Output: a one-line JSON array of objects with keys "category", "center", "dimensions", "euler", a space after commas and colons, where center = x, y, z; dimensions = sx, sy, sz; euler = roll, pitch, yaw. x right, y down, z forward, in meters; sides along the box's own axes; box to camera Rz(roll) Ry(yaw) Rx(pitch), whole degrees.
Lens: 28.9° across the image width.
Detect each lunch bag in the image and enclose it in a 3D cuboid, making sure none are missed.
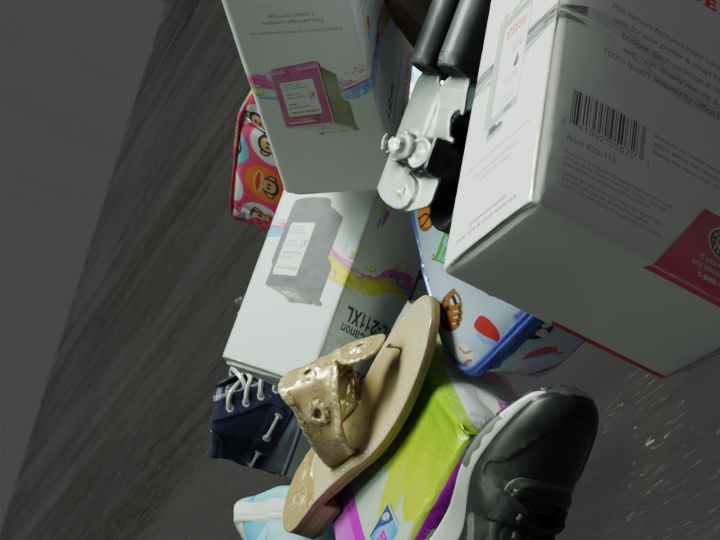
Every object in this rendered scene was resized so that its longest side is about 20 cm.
[{"category": "lunch bag", "center": [-0.048, -0.142, 1.295], "dimensions": [0.177, 0.082, 0.201], "euler": [-58, -11, -38]}, {"category": "lunch bag", "center": [0.096, -0.047, 0.856], "dimensions": [0.160, 0.075, 0.201], "euler": [-53, 42, 47]}]

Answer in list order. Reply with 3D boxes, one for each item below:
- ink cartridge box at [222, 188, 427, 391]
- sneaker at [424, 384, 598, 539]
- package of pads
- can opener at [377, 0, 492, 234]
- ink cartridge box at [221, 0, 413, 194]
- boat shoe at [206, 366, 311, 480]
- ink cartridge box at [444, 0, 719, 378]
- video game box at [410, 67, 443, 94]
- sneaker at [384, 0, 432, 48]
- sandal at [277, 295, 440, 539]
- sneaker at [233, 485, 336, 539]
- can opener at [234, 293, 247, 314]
[{"category": "ink cartridge box", "center": [0.000, 0.000, 1.030], "dimensions": [0.082, 0.146, 0.201], "euler": [15, 81, 33]}, {"category": "sneaker", "center": [0.084, 0.160, 0.760], "dimensions": [0.201, 0.075, 0.088], "euler": [-62, 38, 19]}, {"category": "package of pads", "center": [0.041, 0.122, 0.904], "dimensions": [0.155, 0.068, 0.200], "euler": [-63, 18, 16]}, {"category": "can opener", "center": [0.061, -0.123, 0.808], "dimensions": [0.053, 0.066, 0.201], "euler": [17, 90, 53]}, {"category": "ink cartridge box", "center": [-0.023, -0.167, 0.900], "dimensions": [0.201, 0.084, 0.145], "euler": [75, -162, -50]}, {"category": "boat shoe", "center": [-0.075, 0.098, 1.168], "dimensions": [0.075, 0.092, 0.201], "euler": [-88, 11, -50]}, {"category": "ink cartridge box", "center": [0.136, -0.069, 0.720], "dimensions": [0.083, 0.146, 0.201], "euler": [-39, 32, 52]}, {"category": "video game box", "center": [0.072, -0.215, 1.105], "dimensions": [0.182, 0.047, 0.201], "euler": [26, 94, 33]}, {"category": "sneaker", "center": [0.063, -0.198, 0.912], "dimensions": [0.070, 0.076, 0.200], "euler": [-39, 10, 25]}, {"category": "sandal", "center": [-0.024, 0.093, 0.893], "dimensions": [0.078, 0.069, 0.212], "euler": [-92, 25, -50]}, {"category": "sneaker", "center": [-0.059, 0.238, 1.054], "dimensions": [0.200, 0.079, 0.131], "euler": [127, 150, -70]}, {"category": "can opener", "center": [-0.053, 0.023, 1.187], "dimensions": [0.053, 0.067, 0.200], "euler": [-36, 6, -22]}]
